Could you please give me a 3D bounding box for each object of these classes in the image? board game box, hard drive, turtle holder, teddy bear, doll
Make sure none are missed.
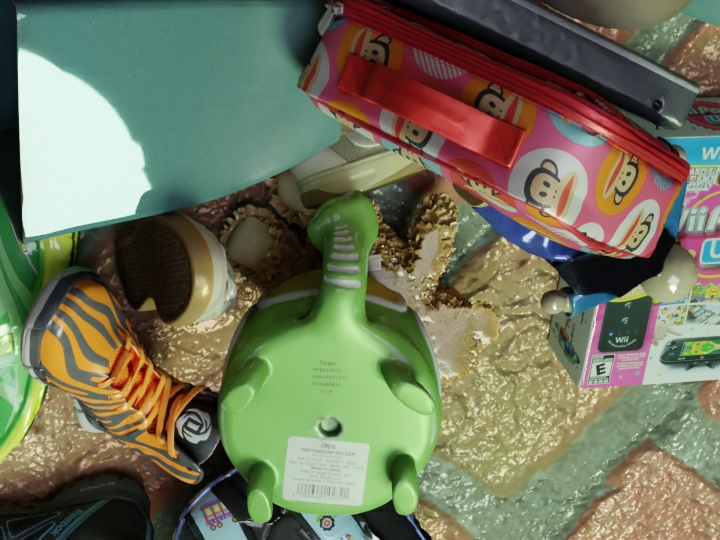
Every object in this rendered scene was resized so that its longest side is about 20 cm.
[{"bbox_3d":[0.223,-0.020,1.209,0.147,0.064,0.201,-3,121,-15],"label":"board game box"},{"bbox_3d":[0.080,-0.143,0.997,0.199,0.140,0.033,22,97,-22],"label":"hard drive"},{"bbox_3d":[-0.025,0.055,1.066,0.140,0.132,0.186,-20,120,14],"label":"turtle holder"},{"bbox_3d":[0.000,0.000,1.160,0.199,0.067,0.146,19,105,-19],"label":"teddy bear"},{"bbox_3d":[0.154,-0.031,1.101,0.200,0.049,0.137,33,106,-38],"label":"doll"}]

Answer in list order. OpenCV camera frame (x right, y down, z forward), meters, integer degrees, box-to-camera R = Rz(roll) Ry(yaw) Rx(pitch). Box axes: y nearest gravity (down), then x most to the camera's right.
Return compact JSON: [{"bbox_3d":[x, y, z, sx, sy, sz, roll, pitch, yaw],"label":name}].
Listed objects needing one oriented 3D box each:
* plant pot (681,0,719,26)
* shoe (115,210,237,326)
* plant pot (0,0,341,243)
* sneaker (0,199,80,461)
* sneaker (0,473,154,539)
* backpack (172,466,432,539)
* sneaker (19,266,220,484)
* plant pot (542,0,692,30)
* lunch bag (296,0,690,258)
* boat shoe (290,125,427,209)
[{"bbox_3d":[0.261,-0.225,1.048,0.199,0.135,0.201,-8,123,-12],"label":"plant pot"},{"bbox_3d":[-0.106,-0.005,1.049,0.053,0.200,0.070,-10,94,-17],"label":"shoe"},{"bbox_3d":[-0.115,-0.123,0.999,0.199,0.141,0.142,-9,124,-21],"label":"plant pot"},{"bbox_3d":[-0.231,0.033,1.105,0.083,0.074,0.201,14,115,-5],"label":"sneaker"},{"bbox_3d":[-0.239,0.204,1.194,0.199,0.082,0.073,-20,127,-3],"label":"sneaker"},{"bbox_3d":[-0.041,0.213,1.226,0.182,0.135,0.200,-35,101,-8],"label":"backpack"},{"bbox_3d":[-0.135,0.068,1.086,0.078,0.112,0.200,-60,160,-15],"label":"sneaker"},{"bbox_3d":[0.155,-0.229,0.925,0.199,0.201,0.174,2,140,-18],"label":"plant pot"},{"bbox_3d":[0.065,-0.079,0.941,0.176,0.200,0.082,16,101,-58],"label":"lunch bag"},{"bbox_3d":[0.046,-0.099,1.096,0.200,0.073,0.063,-21,91,-12],"label":"boat shoe"}]
